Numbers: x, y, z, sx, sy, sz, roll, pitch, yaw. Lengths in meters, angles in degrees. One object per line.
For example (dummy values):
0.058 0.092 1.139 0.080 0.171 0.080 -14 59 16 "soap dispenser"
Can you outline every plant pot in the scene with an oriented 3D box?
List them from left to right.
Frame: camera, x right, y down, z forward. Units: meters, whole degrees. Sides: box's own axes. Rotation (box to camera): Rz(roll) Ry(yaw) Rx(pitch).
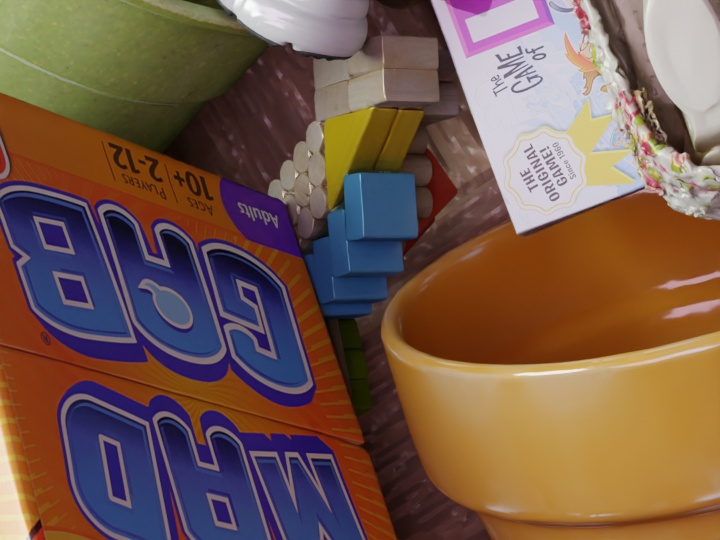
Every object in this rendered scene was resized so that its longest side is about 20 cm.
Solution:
-0.140 -0.076 1.065 0.200 0.200 0.190 38 115 9 "plant pot"
0.126 0.077 1.000 0.199 0.200 0.184 -12 106 15 "plant pot"

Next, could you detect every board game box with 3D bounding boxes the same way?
-0.128 0.086 0.957 0.199 0.199 0.201 -31 63 25 "board game box"
0.082 -0.129 1.009 0.134 0.034 0.201 -21 88 8 "board game box"

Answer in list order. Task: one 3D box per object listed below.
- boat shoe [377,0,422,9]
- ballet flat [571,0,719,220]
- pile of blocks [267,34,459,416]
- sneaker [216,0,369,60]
-0.012 -0.194 1.073 0.065 0.072 0.201 -31 86 -21 "boat shoe"
0.095 -0.112 0.958 0.075 0.064 0.201 -23 87 7 "ballet flat"
0.000 0.000 1.055 0.082 0.062 0.201 62 139 36 "pile of blocks"
-0.038 -0.158 1.019 0.200 0.073 0.080 52 123 38 "sneaker"
